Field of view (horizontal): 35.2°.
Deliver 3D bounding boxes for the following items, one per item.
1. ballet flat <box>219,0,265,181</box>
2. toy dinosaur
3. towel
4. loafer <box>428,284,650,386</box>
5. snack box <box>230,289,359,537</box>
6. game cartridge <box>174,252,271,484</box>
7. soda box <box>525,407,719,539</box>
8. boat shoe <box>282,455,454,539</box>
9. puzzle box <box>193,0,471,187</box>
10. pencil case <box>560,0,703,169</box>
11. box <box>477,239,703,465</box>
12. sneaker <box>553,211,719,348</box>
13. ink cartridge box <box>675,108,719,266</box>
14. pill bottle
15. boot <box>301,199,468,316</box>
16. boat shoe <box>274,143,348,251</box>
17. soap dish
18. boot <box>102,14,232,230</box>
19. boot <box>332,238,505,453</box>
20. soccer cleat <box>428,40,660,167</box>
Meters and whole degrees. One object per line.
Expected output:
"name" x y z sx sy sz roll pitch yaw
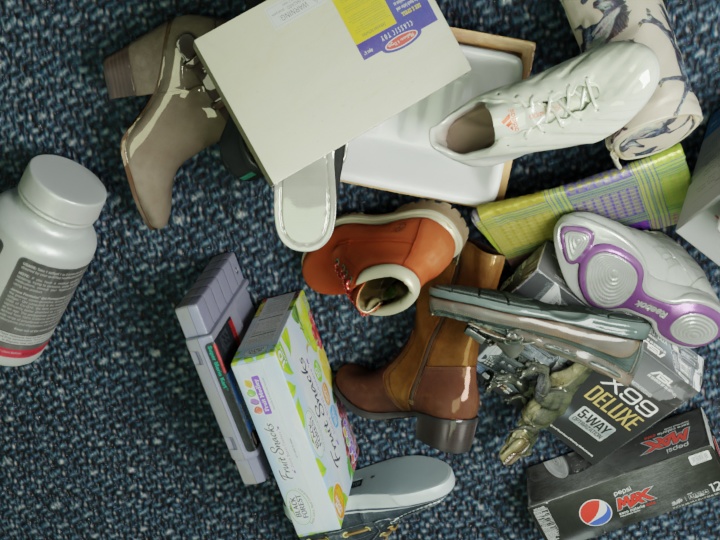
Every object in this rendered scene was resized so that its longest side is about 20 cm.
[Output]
"ballet flat" -0.077 -0.178 1.018 0.072 0.073 0.203 14 93 2
"toy dinosaur" 0.172 0.113 1.082 0.087 0.048 0.200 23 134 -16
"towel" 0.206 -0.054 1.042 0.198 0.023 0.144 -17 154 16
"loafer" 0.153 0.057 1.001 0.197 0.072 0.064 10 97 4
"snack box" -0.061 0.142 1.145 0.052 0.143 0.202 -13 111 15
"game cartridge" -0.121 0.098 1.142 0.038 0.130 0.202 -14 111 13
"soda box" 0.272 0.215 1.166 0.198 0.071 0.064 -23 113 18
"boat shoe" 0.019 0.265 1.231 0.198 0.071 0.092 -14 112 21
"puzzle box" -0.021 -0.175 0.938 0.199 0.025 0.134 -30 94 -11
"pencil case" 0.216 -0.192 0.948 0.089 0.077 0.203 -23 77 28
"box" 0.207 0.085 1.107 0.199 0.050 0.158 37 133 -8
"sneaker" 0.252 -0.003 1.052 0.199 0.100 0.075 31 125 -23
"ink cartridge box" 0.342 -0.055 0.967 0.115 0.201 0.067 36 142 -8
"pill bottle" -0.332 -0.012 1.136 0.110 0.111 0.201 31 114 -6
"boot" 0.000 0.000 1.070 0.199 0.108 0.075 -15 122 46
"boat shoe" -0.042 -0.118 0.982 0.073 0.060 0.203 1 94 -4
"soap dish" 0.048 -0.151 1.036 0.197 0.081 0.159 11 114 4
"boot" -0.157 -0.141 1.082 0.144 0.071 0.202 -9 119 3
"boot" 0.051 0.055 1.115 0.068 0.187 0.203 -1 104 -36
"soccer cleat" 0.144 -0.127 0.910 0.199 0.077 0.070 -20 80 40
